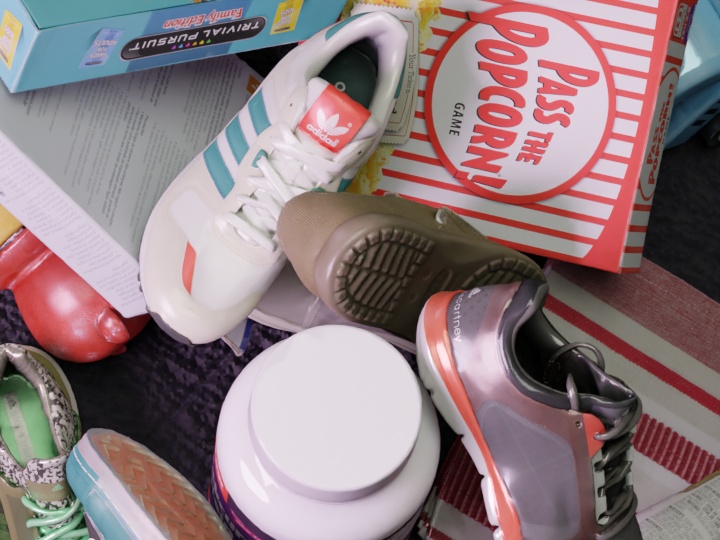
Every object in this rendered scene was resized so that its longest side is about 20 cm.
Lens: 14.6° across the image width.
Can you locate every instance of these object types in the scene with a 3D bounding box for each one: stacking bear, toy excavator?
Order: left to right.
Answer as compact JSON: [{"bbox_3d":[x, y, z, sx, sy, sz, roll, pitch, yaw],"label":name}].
[{"bbox_3d":[-0.185,-0.039,1.499,0.114,0.121,0.200,-40,87,-18],"label":"stacking bear"},{"bbox_3d":[0.135,-0.105,1.541,0.200,0.194,0.100,-16,72,-39],"label":"toy excavator"}]

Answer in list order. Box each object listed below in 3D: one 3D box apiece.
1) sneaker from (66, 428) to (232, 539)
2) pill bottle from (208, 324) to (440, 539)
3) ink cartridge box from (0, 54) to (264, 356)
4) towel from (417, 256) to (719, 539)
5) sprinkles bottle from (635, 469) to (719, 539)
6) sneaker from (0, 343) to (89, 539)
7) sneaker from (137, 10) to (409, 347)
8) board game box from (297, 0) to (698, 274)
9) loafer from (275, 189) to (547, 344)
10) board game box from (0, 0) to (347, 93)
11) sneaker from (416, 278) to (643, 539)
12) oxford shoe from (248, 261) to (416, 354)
[{"bbox_3d":[-0.092,0.172,1.397,0.080,0.071,0.200,-44,76,18],"label":"sneaker"},{"bbox_3d":[-0.019,0.095,1.417,0.111,0.200,0.112,1,71,-4],"label":"pill bottle"},{"bbox_3d":[-0.122,-0.076,1.477,0.200,0.041,0.200,44,36,-27],"label":"ink cartridge box"},{"bbox_3d":[0.130,0.090,1.513,0.144,0.023,0.200,31,72,-11],"label":"towel"},{"bbox_3d":[0.183,0.144,1.474,0.200,0.068,0.068,-27,76,-22],"label":"sprinkles bottle"},{"bbox_3d":[-0.161,0.124,1.453,0.077,0.089,0.200,-23,78,-10],"label":"sneaker"},{"bbox_3d":[-0.040,-0.054,1.401,0.070,0.093,0.200,38,63,-7],"label":"sneaker"},{"bbox_3d":[0.064,-0.093,1.487,0.200,0.046,0.152,13,94,18],"label":"board game box"},{"bbox_3d":[0.028,-0.002,1.407,0.067,0.200,0.076,42,97,32],"label":"loafer"},{"bbox_3d":[-0.124,-0.174,1.440,0.200,0.047,0.151,-14,58,-37],"label":"board game box"},{"bbox_3d":[0.103,0.092,1.360,0.200,0.082,0.077,58,34,-16],"label":"sneaker"},{"bbox_3d":[0.000,0.000,1.481,0.200,0.058,0.075,16,60,-30],"label":"oxford shoe"}]
